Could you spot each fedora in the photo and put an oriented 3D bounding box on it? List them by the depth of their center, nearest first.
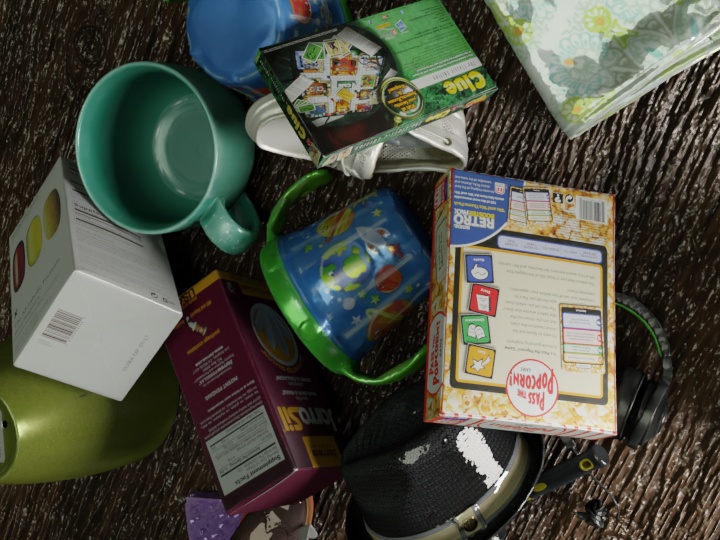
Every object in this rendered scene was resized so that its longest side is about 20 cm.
[{"bbox_3d":[0.055,0.158,0.812,0.198,0.202,0.092,-24,117,21],"label":"fedora"}]

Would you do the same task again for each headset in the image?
[{"bbox_3d":[0.210,0.120,0.831,0.121,0.094,0.204,1,82,18],"label":"headset"}]

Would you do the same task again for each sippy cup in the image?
[{"bbox_3d":[0.000,0.000,0.844,0.130,0.140,0.179,-35,109,9],"label":"sippy cup"},{"bbox_3d":[-0.087,-0.213,0.848,0.175,0.130,0.142,-6,95,20],"label":"sippy cup"}]

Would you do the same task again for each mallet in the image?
[{"bbox_3d":[0.148,0.203,0.828,0.199,0.041,0.066,-33,88,47],"label":"mallet"}]

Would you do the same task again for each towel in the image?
[{"bbox_3d":[0.196,-0.236,0.789,0.170,0.048,0.202,-32,86,20],"label":"towel"}]

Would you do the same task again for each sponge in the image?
[{"bbox_3d":[-0.120,0.332,0.984,0.110,0.030,0.204,-3,95,19],"label":"sponge"}]

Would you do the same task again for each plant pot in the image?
[{"bbox_3d":[-0.309,0.131,0.934,0.184,0.200,0.191,2,98,19],"label":"plant pot"}]

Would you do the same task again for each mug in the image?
[{"bbox_3d":[-0.173,-0.101,0.901,0.150,0.114,0.188,-10,94,20],"label":"mug"}]

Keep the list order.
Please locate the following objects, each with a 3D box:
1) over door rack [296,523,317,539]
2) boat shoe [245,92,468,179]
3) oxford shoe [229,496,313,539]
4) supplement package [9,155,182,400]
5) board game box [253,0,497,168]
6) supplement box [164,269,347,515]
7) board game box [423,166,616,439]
[{"bbox_3d":[0.039,0.316,0.886,0.146,0.067,0.202,-23,104,20],"label":"over door rack"},{"bbox_3d":[0.001,-0.113,0.811,0.196,0.071,0.070,-1,55,-12],"label":"boat shoe"},{"bbox_3d":[-0.109,0.294,0.920,0.071,0.072,0.202,30,99,10],"label":"oxford shoe"},{"bbox_3d":[-0.256,0.003,0.892,0.114,0.109,0.201,-51,36,17],"label":"supplement package"},{"bbox_3d":[0.017,-0.163,0.791,0.106,0.198,0.023,58,147,11],"label":"board game box"},{"bbox_3d":[-0.097,0.112,0.876,0.085,0.110,0.202,-34,67,21],"label":"supplement box"},{"bbox_3d":[0.132,0.028,0.771,0.149,0.046,0.203,8,73,-12],"label":"board game box"}]
